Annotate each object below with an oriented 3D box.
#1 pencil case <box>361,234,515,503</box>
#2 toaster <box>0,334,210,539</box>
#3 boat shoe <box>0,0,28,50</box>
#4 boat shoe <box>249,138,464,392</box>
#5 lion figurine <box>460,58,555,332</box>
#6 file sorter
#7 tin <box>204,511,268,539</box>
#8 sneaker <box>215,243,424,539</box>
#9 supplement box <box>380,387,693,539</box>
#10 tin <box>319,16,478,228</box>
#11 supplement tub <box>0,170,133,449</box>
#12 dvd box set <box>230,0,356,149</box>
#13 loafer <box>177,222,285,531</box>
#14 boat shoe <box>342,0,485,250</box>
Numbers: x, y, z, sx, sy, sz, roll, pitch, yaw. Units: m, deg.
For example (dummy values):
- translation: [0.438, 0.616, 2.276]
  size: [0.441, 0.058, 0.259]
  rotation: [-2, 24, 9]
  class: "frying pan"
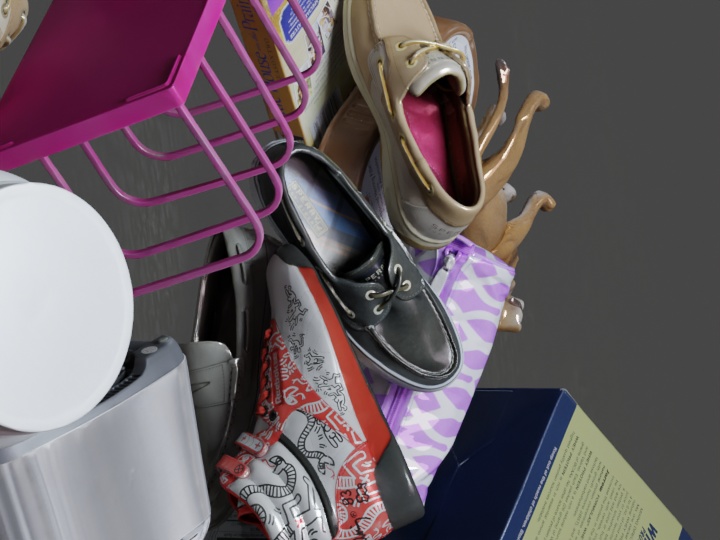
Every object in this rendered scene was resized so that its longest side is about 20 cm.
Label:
- translation: [0.042, 0.068, 1.333]
  size: [0.085, 0.083, 0.202]
  rotation: [21, 89, -86]
  class: "pencil case"
- translation: [-0.175, 0.127, 1.118]
  size: [0.200, 0.113, 0.130]
  rotation: [-30, 112, -45]
  class: "toaster"
- translation: [-0.221, -0.155, 1.112]
  size: [0.064, 0.071, 0.202]
  rotation: [10, 79, -45]
  class: "boat shoe"
- translation: [0.000, 0.000, 1.248]
  size: [0.069, 0.057, 0.200]
  rotation: [-42, 100, -13]
  class: "boat shoe"
- translation: [0.088, -0.045, 1.400]
  size: [0.123, 0.072, 0.201]
  rotation: [-49, 142, -29]
  class: "lion figurine"
- translation: [-0.113, -0.096, 1.131]
  size: [0.126, 0.138, 0.201]
  rotation: [57, 29, -31]
  class: "file sorter"
- translation: [-0.055, 0.151, 1.244]
  size: [0.042, 0.112, 0.201]
  rotation: [31, 65, -30]
  class: "tin"
- translation: [-0.048, 0.084, 1.185]
  size: [0.067, 0.107, 0.202]
  rotation: [76, -10, -65]
  class: "sneaker"
- translation: [0.112, 0.222, 1.397]
  size: [0.200, 0.134, 0.201]
  rotation: [47, 57, -34]
  class: "supplement box"
- translation: [0.027, -0.096, 1.356]
  size: [0.201, 0.042, 0.112]
  rotation: [-57, 146, -32]
  class: "tin"
- translation: [-0.227, 0.021, 1.004]
  size: [0.144, 0.199, 0.146]
  rotation: [3, 86, -46]
  class: "supplement tub"
- translation: [-0.029, -0.182, 1.289]
  size: [0.147, 0.029, 0.201]
  rotation: [-59, 149, -31]
  class: "dvd box set"
- translation: [-0.093, 0.067, 1.243]
  size: [0.070, 0.070, 0.202]
  rotation: [27, 63, -35]
  class: "loafer"
- translation: [0.043, -0.118, 1.262]
  size: [0.073, 0.069, 0.202]
  rotation: [-7, 77, -33]
  class: "boat shoe"
